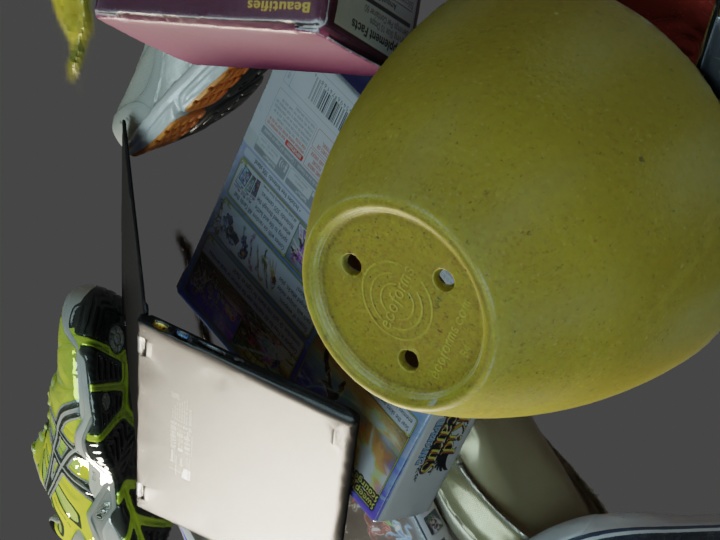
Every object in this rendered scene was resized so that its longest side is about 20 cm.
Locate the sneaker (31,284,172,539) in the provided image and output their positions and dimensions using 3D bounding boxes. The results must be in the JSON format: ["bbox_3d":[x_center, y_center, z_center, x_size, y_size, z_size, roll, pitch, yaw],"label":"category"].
[{"bbox_3d":[-0.169,0.100,1.623,0.076,0.075,0.201,11,121,25],"label":"sneaker"}]

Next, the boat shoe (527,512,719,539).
[{"bbox_3d":[0.167,0.179,1.413,0.199,0.091,0.071,-9,123,11],"label":"boat shoe"}]

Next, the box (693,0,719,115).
[{"bbox_3d":[0.236,-0.030,1.207,0.199,0.046,0.160,17,125,5],"label":"box"}]

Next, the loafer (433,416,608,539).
[{"bbox_3d":[0.067,0.095,1.476,0.200,0.076,0.068,43,136,2],"label":"loafer"}]

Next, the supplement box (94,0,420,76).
[{"bbox_3d":[-0.035,-0.203,1.280,0.130,0.103,0.201,7,83,28],"label":"supplement box"}]

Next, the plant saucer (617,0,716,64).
[{"bbox_3d":[0.147,-0.101,1.235,0.199,0.037,0.200,30,124,-5],"label":"plant saucer"}]

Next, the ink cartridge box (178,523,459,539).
[{"bbox_3d":[-0.004,0.200,1.601,0.199,0.043,0.199,-5,113,35],"label":"ink cartridge box"}]

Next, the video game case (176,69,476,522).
[{"bbox_3d":[0.000,0.000,1.415,0.200,0.045,0.182,47,125,32],"label":"video game case"}]

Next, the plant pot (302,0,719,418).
[{"bbox_3d":[0.055,-0.013,1.182,0.199,0.142,0.201,18,123,30],"label":"plant pot"}]

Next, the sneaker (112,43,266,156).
[{"bbox_3d":[-0.085,-0.147,1.435,0.092,0.076,0.200,50,126,10],"label":"sneaker"}]

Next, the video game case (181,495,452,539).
[{"bbox_3d":[-0.011,0.187,1.541,0.199,0.023,0.182,-14,107,47],"label":"video game case"}]

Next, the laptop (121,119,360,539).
[{"bbox_3d":[-0.072,0.051,1.460,0.199,0.116,0.188,24,146,12],"label":"laptop"}]
